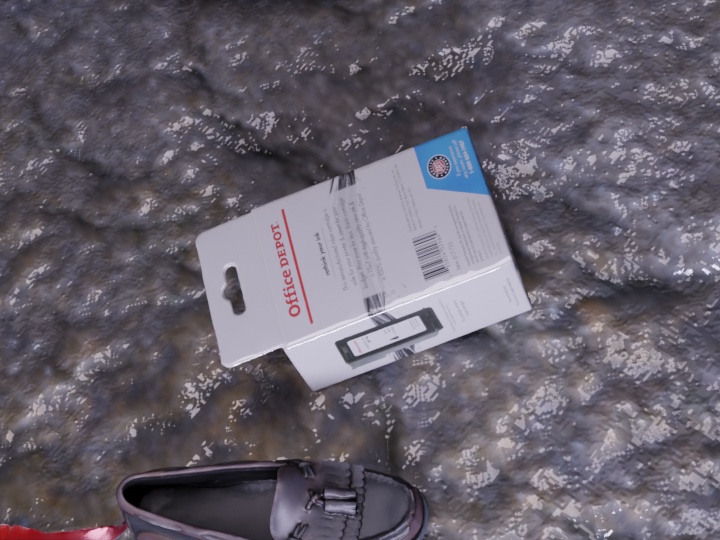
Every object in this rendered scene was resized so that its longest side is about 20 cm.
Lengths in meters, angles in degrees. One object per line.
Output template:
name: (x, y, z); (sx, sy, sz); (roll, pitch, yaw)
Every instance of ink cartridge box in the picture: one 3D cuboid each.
ink cartridge box: (0.000, 0.000, 1.070); (0.199, 0.068, 0.117); (-20, 56, 6)

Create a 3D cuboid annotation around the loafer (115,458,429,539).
loafer: (-0.059, 0.152, 1.002); (0.199, 0.063, 0.072); (-3, 59, 17)

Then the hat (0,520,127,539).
hat: (-0.296, 0.221, 1.073); (0.200, 0.175, 0.167); (-21, 47, 54)
